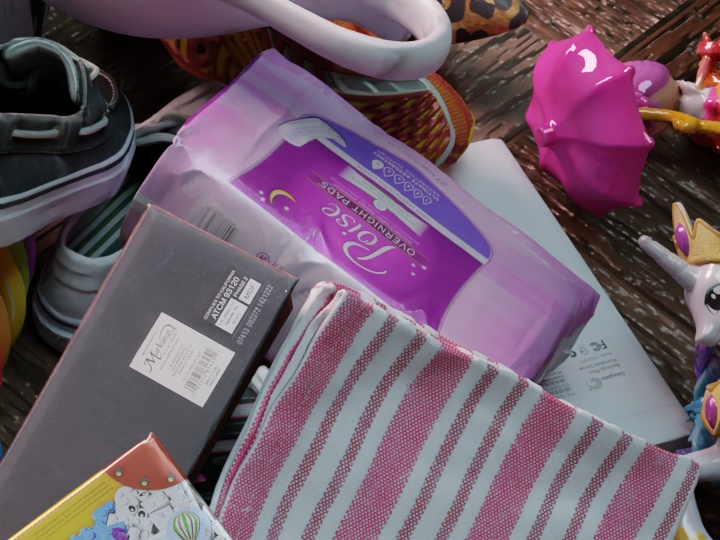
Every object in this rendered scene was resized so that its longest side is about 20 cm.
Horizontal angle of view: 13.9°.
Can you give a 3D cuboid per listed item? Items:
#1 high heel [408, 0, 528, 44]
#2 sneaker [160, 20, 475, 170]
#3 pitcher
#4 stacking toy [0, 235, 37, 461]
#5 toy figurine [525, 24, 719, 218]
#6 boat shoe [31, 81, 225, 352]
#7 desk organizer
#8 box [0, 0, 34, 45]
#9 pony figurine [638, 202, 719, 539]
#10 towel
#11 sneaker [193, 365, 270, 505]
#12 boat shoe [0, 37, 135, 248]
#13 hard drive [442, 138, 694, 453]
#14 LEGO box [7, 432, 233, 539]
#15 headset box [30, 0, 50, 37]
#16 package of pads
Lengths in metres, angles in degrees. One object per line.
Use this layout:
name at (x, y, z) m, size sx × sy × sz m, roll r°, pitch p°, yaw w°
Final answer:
high heel at (-0.027, -0.133, 1.504) m, size 0.199 × 0.072 × 0.142 m, roll 20°, pitch 37°, yaw 27°
sneaker at (-0.034, -0.107, 1.457) m, size 0.200 × 0.073 × 0.077 m, roll 39°, pitch 10°, yaw 10°
pitcher at (-0.059, -0.149, 1.336) m, size 0.199 × 0.122 × 0.172 m, roll 10°, pitch 29°, yaw -15°
stacking toy at (-0.184, -0.002, 1.323) m, size 0.109 × 0.117 × 0.200 m, roll 4°, pitch 33°, yaw 17°
toy figurine at (0.177, -0.082, 1.496) m, size 0.183 × 0.151 × 0.200 m, roll 8°, pitch 23°, yaw 5°
boat shoe at (-0.087, -0.039, 1.409) m, size 0.073 × 0.067 × 0.200 m, roll 24°, pitch 46°, yaw 7°
desk organizer at (-0.101, 0.084, 1.221) m, size 0.072 × 0.077 × 0.201 m, roll 26°, pitch 76°, yaw 10°
box at (-0.221, -0.062, 1.299) m, size 0.036 × 0.144 × 0.200 m, roll 37°, pitch 70°, yaw 15°
pony figurine at (0.219, 0.069, 1.343) m, size 0.192 × 0.167 × 0.201 m, roll 5°, pitch 67°, yaw -20°
towel at (0.037, 0.108, 1.237) m, size 0.199 × 0.030 × 0.147 m, roll 27°, pitch 83°, yaw -19°
sneaker at (-0.062, 0.095, 1.283) m, size 0.200 × 0.074 × 0.087 m, roll 41°, pitch 44°, yaw 16°
boat shoe at (-0.139, -0.067, 1.301) m, size 0.072 × 0.071 × 0.200 m, roll 18°, pitch 20°, yaw 5°
hard drive at (0.057, 0.025, 1.416) m, size 0.131 × 0.027 × 0.200 m, roll -14°, pitch 53°, yaw -26°
LEGO box at (-0.111, 0.184, 1.110) m, size 0.200 × 0.077 × 0.149 m, roll -37°, pitch 77°, yaw -9°
headset box at (-0.239, -0.211, 1.455) m, size 0.199 × 0.175 × 0.093 m, roll 11°, pitch 44°, yaw -4°
package of pads at (0.000, 0.000, 1.325) m, size 0.200 × 0.076 × 0.121 m, roll 37°, pitch 36°, yaw 3°
